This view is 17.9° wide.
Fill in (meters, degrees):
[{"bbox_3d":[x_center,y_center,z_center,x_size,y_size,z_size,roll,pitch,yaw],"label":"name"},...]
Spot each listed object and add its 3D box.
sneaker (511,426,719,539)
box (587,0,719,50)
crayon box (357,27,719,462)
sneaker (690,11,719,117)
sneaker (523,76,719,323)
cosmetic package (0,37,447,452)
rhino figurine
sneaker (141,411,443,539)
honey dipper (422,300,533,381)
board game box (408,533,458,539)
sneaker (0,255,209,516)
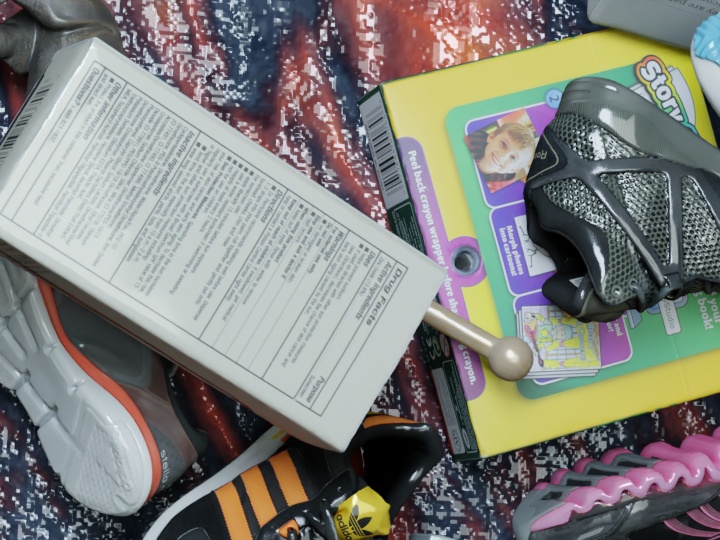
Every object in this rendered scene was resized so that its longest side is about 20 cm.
[{"bbox_3d":[0.179,0.134,1.201,0.199,0.079,0.096,-12,99,-13],"label":"sneaker"},{"bbox_3d":[0.236,-0.216,1.187,0.199,0.131,0.199,14,63,-12],"label":"box"},{"bbox_3d":[0.110,-0.018,1.202,0.172,0.058,0.201,-14,87,-15],"label":"crayon box"},{"bbox_3d":[0.223,-0.063,1.183,0.200,0.081,0.077,38,52,-37],"label":"sneaker"},{"bbox_3d":[0.167,-0.001,1.147,0.199,0.076,0.114,30,79,-6],"label":"sneaker"},{"bbox_3d":[-0.075,-0.011,1.058,0.200,0.087,0.104,35,80,-16],"label":"cosmetic package"},{"bbox_3d":[-0.130,-0.057,1.130,0.087,0.060,0.200,-10,73,-58],"label":"rhino figurine"},{"bbox_3d":[-0.034,0.126,1.094,0.200,0.090,0.070,-44,116,-47],"label":"sneaker"},{"bbox_3d":[0.000,0.000,1.151,0.200,0.038,0.038,29,78,12],"label":"honey dipper"},{"bbox_3d":[0.074,0.249,1.165,0.147,0.064,0.201,16,80,-10],"label":"board game box"},{"bbox_3d":[-0.144,0.026,1.145,0.082,0.077,0.200,-22,81,-46],"label":"sneaker"}]
